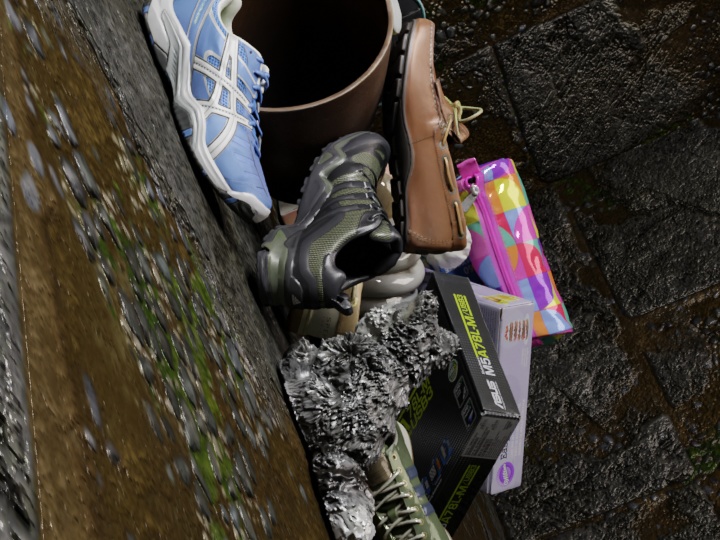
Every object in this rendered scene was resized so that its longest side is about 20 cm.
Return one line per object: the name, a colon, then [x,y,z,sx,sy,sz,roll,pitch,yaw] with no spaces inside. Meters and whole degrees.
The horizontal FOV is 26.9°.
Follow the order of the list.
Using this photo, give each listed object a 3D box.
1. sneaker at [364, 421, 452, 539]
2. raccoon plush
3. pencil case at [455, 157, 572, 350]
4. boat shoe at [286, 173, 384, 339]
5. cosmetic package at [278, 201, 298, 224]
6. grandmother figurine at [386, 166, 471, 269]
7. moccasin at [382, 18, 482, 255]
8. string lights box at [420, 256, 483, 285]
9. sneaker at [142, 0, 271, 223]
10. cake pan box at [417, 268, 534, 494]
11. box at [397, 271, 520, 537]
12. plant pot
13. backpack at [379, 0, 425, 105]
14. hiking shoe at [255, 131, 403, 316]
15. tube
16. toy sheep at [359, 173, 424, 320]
sneaker: [0.018,0.183,1.215,0.090,0.067,0.201,52,14,-47]
raccoon plush: [0.026,0.110,1.136,0.097,0.133,0.201,63,6,-59]
pencil case: [0.146,-0.015,1.517,0.088,0.088,0.201,9,60,-85]
boat shoe: [-0.007,-0.017,1.319,0.074,0.066,0.201,109,1,-54]
cosmetic package: [-0.004,-0.002,1.618,0.087,0.103,0.201,-104,169,-71]
grandmother figurine: [0.033,-0.079,1.502,0.200,0.121,0.060,45,41,14]
moccasin: [0.063,-0.116,1.297,0.074,0.077,0.203,145,-60,-77]
string lights box: [0.085,-0.027,1.599,0.201,0.059,0.103,67,-16,2]
sneaker: [-0.105,-0.134,1.170,0.076,0.077,0.201,54,16,-80]
cake pan box: [0.090,0.109,1.513,0.184,0.052,0.201,17,-71,52]
box: [0.070,0.138,1.416,0.194,0.047,0.201,-109,-144,-47]
plant pot: [-0.059,-0.153,1.336,0.200,0.186,0.188,84,-12,-57]
backpack: [-0.039,-0.249,1.538,0.154,0.199,0.176,-110,-158,-44]
hiking shoe: [-0.005,-0.034,1.228,0.076,0.100,0.200,86,27,-47]
tube: [-0.063,-0.226,1.404,0.052,0.199,0.058,-48,125,-72]
toy sheep: [0.000,0.000,1.439,0.138,0.137,0.201,-103,-156,-68]
